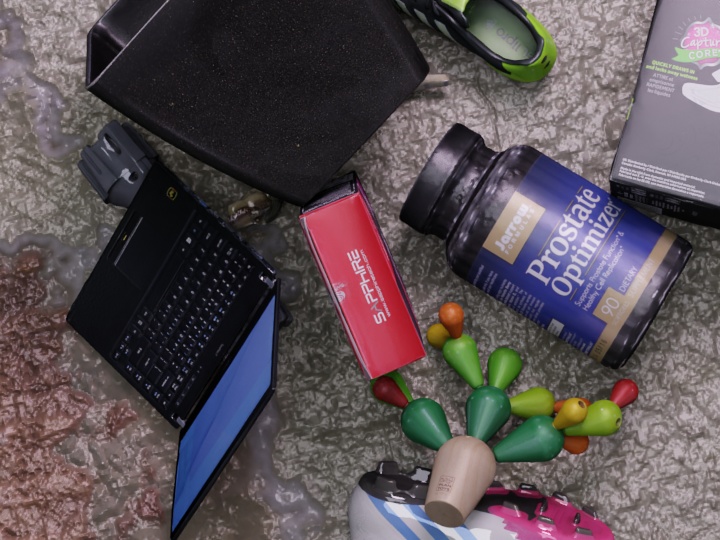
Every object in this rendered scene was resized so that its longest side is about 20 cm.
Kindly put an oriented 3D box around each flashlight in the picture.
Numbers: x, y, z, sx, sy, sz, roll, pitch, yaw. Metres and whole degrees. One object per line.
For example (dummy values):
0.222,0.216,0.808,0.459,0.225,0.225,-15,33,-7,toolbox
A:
-0.137,-0.019,1.773,0.068,0.068,0.200,-43,79,11,flashlight

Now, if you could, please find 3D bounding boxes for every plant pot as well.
-0.063,-0.165,1.657,0.177,0.200,0.200,41,99,-16,plant pot

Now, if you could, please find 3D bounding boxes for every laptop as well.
-0.142,0.058,1.697,0.200,0.103,0.177,43,126,12,laptop

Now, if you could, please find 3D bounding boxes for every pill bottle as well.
0.134,-0.022,1.723,0.200,0.112,0.112,31,89,6,pill bottle

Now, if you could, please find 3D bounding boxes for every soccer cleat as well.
0.087,0.202,1.742,0.199,0.070,0.087,12,108,4,soccer cleat
0.063,-0.212,1.757,0.200,0.081,0.068,34,89,6,soccer cleat

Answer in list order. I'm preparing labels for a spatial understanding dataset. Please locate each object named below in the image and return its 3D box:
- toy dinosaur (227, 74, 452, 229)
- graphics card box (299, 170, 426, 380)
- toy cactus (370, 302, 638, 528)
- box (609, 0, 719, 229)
-0.036,-0.117,1.778,0.200,0.047,0.088,-38,98,1,toy dinosaur
0.000,0.000,1.679,0.051,0.200,0.126,-23,96,1,graphics card box
0.091,0.112,1.706,0.199,0.102,0.165,14,48,14,toy cactus
0.264,-0.138,1.701,0.124,0.149,0.201,16,88,7,box
